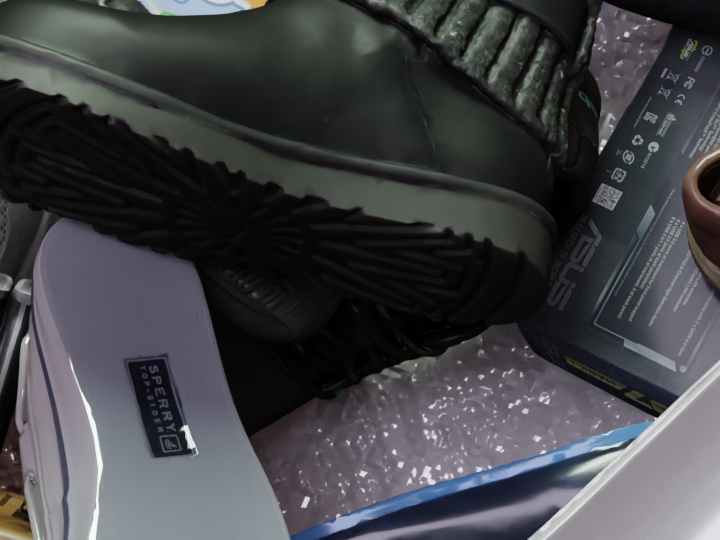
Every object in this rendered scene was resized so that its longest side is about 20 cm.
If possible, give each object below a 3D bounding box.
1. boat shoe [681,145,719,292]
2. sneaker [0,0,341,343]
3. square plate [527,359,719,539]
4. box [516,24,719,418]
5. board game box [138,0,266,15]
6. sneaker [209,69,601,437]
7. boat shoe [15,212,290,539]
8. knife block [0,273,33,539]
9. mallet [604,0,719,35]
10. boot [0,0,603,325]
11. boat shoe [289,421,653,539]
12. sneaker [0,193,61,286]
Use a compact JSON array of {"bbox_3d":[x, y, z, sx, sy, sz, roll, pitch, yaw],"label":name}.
[{"bbox_3d":[0.198,-0.030,0.932,0.199,0.072,0.073,-4,71,12],"label":"boat shoe"},{"bbox_3d":[-0.082,-0.046,1.001,0.076,0.091,0.200,-31,71,-39],"label":"sneaker"},{"bbox_3d":[0.109,0.148,0.808,0.198,0.028,0.200,-42,67,-2],"label":"square plate"},{"bbox_3d":[0.168,-0.029,1.008,0.157,0.051,0.201,25,80,23],"label":"box"},{"bbox_3d":[-0.002,-0.143,1.068,0.151,0.037,0.201,26,82,-6],"label":"board game box"},{"bbox_3d":[0.000,0.000,1.009,0.200,0.075,0.079,-41,29,15],"label":"sneaker"},{"bbox_3d":[-0.065,0.078,0.911,0.073,0.065,0.201,3,55,-19],"label":"boat shoe"},{"bbox_3d":[-0.152,0.104,1.011,0.199,0.064,0.176,-28,92,6],"label":"knife block"},{"bbox_3d":[0.119,-0.164,0.954,0.066,0.201,0.041,25,40,18],"label":"mallet"},{"bbox_3d":[-0.022,-0.082,0.933,0.210,0.079,0.159,18,64,-14],"label":"boot"},{"bbox_3d":[0.028,0.110,0.985,0.199,0.084,0.069,-22,71,10],"label":"boat shoe"},{"bbox_3d":[-0.173,0.030,1.069,0.074,0.082,0.201,13,76,20],"label":"sneaker"}]
